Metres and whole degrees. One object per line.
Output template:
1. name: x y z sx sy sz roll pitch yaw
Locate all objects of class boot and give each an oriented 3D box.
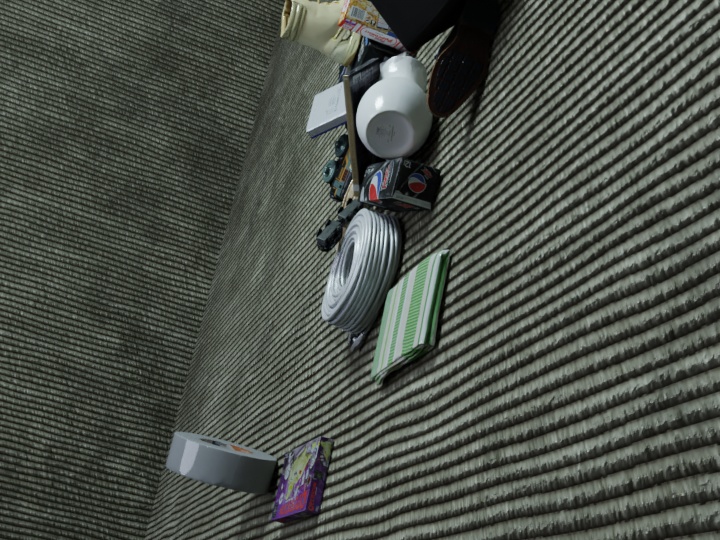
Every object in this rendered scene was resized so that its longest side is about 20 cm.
1. boot: 0.144 -0.301 1.531 0.201 0.074 0.097 -65 4 -12
2. boot: -0.066 -0.503 2.001 0.073 0.155 0.201 145 141 -65

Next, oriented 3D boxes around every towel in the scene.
1. towel: 0.068 0.066 1.453 0.200 0.023 0.153 134 151 -62

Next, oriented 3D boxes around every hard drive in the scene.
1. hard drive: -0.002 -0.320 1.908 0.199 0.025 0.132 -22 34 23

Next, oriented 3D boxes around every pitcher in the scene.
1. pitcher: 0.056 -0.237 1.702 0.200 0.120 0.173 -76 -8 -59

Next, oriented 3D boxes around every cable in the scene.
1. cable: 0.000 0.000 1.680 0.201 0.069 0.200 -88 21 -46

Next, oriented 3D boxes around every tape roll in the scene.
1. tape roll: -0.259 0.358 1.950 0.200 0.199 0.067 177 109 -74

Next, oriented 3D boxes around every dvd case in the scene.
1. dvd case: 0.010 -0.241 1.745 0.149 0.016 0.201 -47 -45 -60

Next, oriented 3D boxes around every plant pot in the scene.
1. plant pot: 0.112 -0.470 1.524 0.177 0.200 0.199 -33 6 39

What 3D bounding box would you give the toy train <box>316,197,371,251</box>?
1. toy train: -0.015 -0.095 1.773 0.200 0.034 0.046 -49 -27 -40

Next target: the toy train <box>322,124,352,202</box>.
1. toy train: 0.001 -0.213 1.922 0.201 0.085 0.114 -67 29 9

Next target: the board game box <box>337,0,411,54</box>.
1. board game box: 0.058 -0.520 1.920 0.046 0.151 0.201 163 125 -72

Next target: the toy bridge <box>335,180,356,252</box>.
1. toy bridge: -0.007 -0.123 1.847 0.067 0.027 0.201 -10 -61 -67

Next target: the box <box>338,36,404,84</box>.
1. box: 0.024 -0.416 2.047 0.201 0.086 0.164 -88 21 -46

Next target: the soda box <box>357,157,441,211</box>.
1. soda box: 0.057 -0.131 1.623 0.200 0.070 0.064 -174 98 -75

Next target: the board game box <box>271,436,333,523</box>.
1. board game box: -0.097 0.346 1.717 0.200 0.032 0.121 139 142 -63
